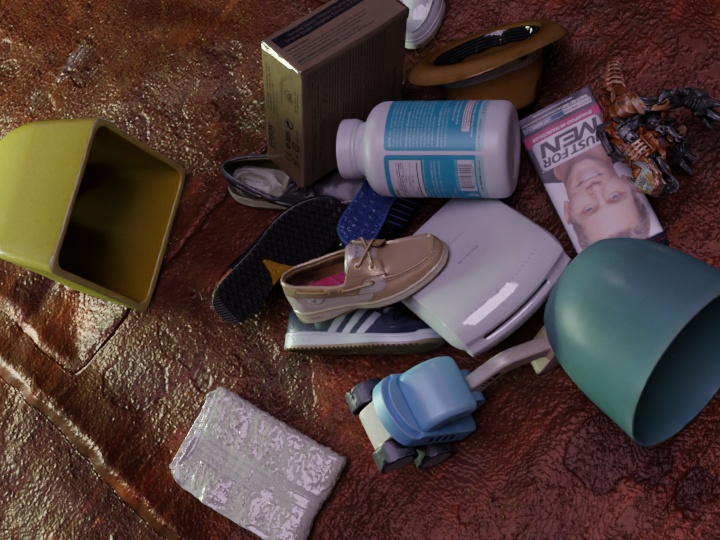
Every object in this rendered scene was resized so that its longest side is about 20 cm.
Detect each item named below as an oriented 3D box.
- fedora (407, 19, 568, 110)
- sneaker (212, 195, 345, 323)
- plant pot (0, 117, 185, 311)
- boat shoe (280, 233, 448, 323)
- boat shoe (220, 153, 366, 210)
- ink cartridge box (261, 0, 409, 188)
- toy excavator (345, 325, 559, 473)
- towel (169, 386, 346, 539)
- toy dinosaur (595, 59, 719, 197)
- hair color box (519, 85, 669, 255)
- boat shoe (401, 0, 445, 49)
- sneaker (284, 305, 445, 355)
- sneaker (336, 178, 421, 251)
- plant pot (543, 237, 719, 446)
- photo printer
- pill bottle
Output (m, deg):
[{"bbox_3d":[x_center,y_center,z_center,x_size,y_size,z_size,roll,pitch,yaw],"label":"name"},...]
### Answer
[{"bbox_3d":[0.157,-0.231,1.587,0.200,0.201,0.082,-12,110,15],"label":"fedora"},{"bbox_3d":[-0.105,-0.023,1.637,0.200,0.090,0.070,-43,105,-1],"label":"sneaker"},{"bbox_3d":[-0.375,-0.076,1.693,0.200,0.194,0.196,8,77,30],"label":"plant pot"},{"bbox_3d":[0.000,0.000,1.510,0.200,0.069,0.074,-22,39,20],"label":"boat shoe"},{"bbox_3d":[-0.080,-0.107,1.661,0.200,0.066,0.072,7,77,20],"label":"boat shoe"},{"bbox_3d":[-0.030,-0.217,1.578,0.165,0.200,0.075,-36,61,-25],"label":"ink cartridge box"},{"bbox_3d":[0.115,0.133,1.501,0.200,0.194,0.100,-41,63,35],"label":"toy excavator"},{"bbox_3d":[-0.125,0.235,1.599,0.200,0.034,0.133,26,85,23],"label":"towel"},{"bbox_3d":[0.319,-0.165,1.493,0.135,0.102,0.200,0,69,-18],"label":"toy dinosaur"},{"bbox_3d":[0.265,-0.101,1.546,0.100,0.061,0.200,-27,69,10],"label":"hair color box"},{"bbox_3d":[0.078,-0.380,1.683,0.072,0.069,0.200,14,80,22],"label":"boat shoe"},{"bbox_3d":[0.005,0.043,1.589,0.200,0.070,0.109,-2,76,21],"label":"sneaker"},{"bbox_3d":[0.034,-0.085,1.619,0.070,0.078,0.200,33,64,15],"label":"sneaker"},{"bbox_3d":[0.293,0.058,1.424,0.161,0.201,0.201,38,89,33],"label":"plant pot"},{"bbox_3d":[0.132,0.001,1.506,0.166,0.069,0.200,-43,35,-3],"label":"photo printer"},{"bbox_3d":[0.077,-0.138,1.530,0.200,0.111,0.111,2,76,16],"label":"pill bottle"}]
